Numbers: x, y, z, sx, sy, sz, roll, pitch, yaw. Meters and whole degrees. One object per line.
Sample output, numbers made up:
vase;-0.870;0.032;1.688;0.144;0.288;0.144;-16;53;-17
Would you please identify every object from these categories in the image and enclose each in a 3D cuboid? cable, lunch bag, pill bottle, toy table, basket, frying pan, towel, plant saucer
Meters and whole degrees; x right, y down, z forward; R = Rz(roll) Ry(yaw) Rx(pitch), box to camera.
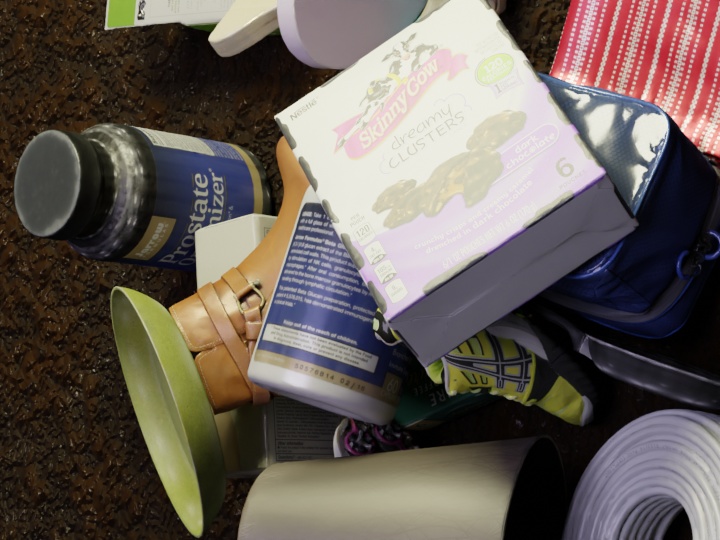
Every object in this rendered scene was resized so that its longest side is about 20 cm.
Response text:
cable;0.212;0.193;1.403;0.200;0.069;0.201;43;114;53
lunch bag;0.162;-0.042;1.461;0.199;0.132;0.136;23;82;40
pill bottle;0.000;0.000;1.513;0.111;0.111;0.201;12;82;43
toy table;-0.027;-0.238;1.638;0.117;0.200;0.184;6;131;45
basket;0.027;0.197;1.464;0.199;0.136;0.181;1;74;24
frying pan;0.169;0.055;1.429;0.189;0.115;0.031;19;93;16
pill bottle;-0.177;-0.059;1.727;0.111;0.199;0.113;-6;82;43
towel;0.220;-0.160;1.492;0.200;0.022;0.145;24;101;42
plant saucer;-0.143;0.104;1.620;0.200;0.031;0.201;162;90;-74

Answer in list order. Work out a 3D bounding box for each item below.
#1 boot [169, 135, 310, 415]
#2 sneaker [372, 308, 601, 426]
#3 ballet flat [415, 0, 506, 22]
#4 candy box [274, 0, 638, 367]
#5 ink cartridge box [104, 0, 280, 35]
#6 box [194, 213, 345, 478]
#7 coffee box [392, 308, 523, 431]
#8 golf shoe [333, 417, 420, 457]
boot;-0.072;0.002;1.614;0.155;0.077;0.201;-21;79;4
sneaker;0.086;0.057;1.483;0.077;0.200;0.075;-53;26;-1
ballet flat;0.075;-0.192;1.610;0.069;0.069;0.201;40;114;38
candy box;0.059;-0.066;1.397;0.167;0.072;0.200;-34;52;5
ink cartridge box;-0.120;-0.273;1.784;0.199;0.076;0.149;2;87;44
box;-0.071;0.062;1.689;0.078;0.095;0.201;-13;75;44
coffee box;0.058;0.011;1.607;0.123;0.044;0.201;-29;66;39
golf shoe;0.024;0.204;1.584;0.092;0.072;0.201;-41;69;50
